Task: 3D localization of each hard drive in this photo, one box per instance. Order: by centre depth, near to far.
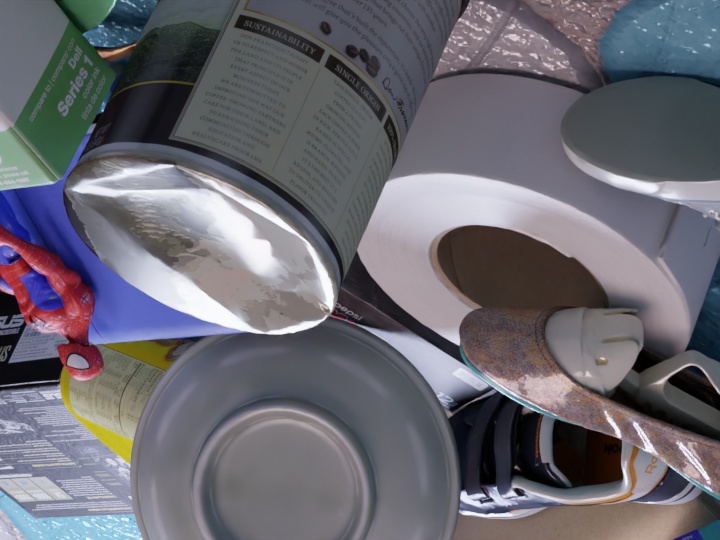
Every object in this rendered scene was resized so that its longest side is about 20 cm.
[{"bbox_3d":[-0.129,-0.022,1.583,0.200,0.025,0.132,-6,117,55],"label":"hard drive"}]

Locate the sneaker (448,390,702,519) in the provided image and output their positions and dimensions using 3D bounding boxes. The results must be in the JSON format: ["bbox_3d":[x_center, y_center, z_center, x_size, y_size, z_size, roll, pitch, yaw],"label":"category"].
[{"bbox_3d":[0.103,0.101,1.617,0.199,0.079,0.079,-8,164,40],"label":"sneaker"}]

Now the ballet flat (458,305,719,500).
[{"bbox_3d":[0.151,0.058,1.513,0.199,0.068,0.067,25,133,-14],"label":"ballet flat"}]

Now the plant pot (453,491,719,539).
[{"bbox_3d":[0.157,0.151,1.709,0.187,0.188,0.200,36,136,-22],"label":"plant pot"}]

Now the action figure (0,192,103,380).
[{"bbox_3d":[-0.213,-0.020,1.630,0.200,0.052,0.065,53,146,-6],"label":"action figure"}]

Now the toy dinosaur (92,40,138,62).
[{"bbox_3d":[-0.201,-0.132,1.592,0.199,0.061,0.106,21,150,5],"label":"toy dinosaur"}]

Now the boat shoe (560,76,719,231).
[{"bbox_3d":[0.200,-0.046,1.422,0.200,0.070,0.072,9,145,21],"label":"boat shoe"}]

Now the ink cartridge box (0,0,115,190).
[{"bbox_3d":[-0.250,-0.134,1.477,0.144,0.084,0.200,-5,138,39],"label":"ink cartridge box"}]

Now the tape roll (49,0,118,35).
[{"bbox_3d":[-0.207,-0.205,1.470,0.199,0.048,0.201,19,147,12],"label":"tape roll"}]

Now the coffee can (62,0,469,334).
[{"bbox_3d":[-0.043,-0.091,1.392,0.145,0.201,0.147,18,151,10],"label":"coffee can"}]

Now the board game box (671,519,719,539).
[{"bbox_3d":[0.270,0.169,1.633,0.199,0.045,0.152,-22,152,-11],"label":"board game box"}]

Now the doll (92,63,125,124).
[{"bbox_3d":[-0.137,-0.052,1.639,0.200,0.048,0.137,-8,98,57],"label":"doll"}]

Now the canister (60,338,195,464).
[{"bbox_3d":[-0.089,0.104,1.779,0.148,0.087,0.200,44,165,-34],"label":"canister"}]

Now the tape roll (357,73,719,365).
[{"bbox_3d":[0.099,-0.021,1.543,0.201,0.071,0.203,19,151,11],"label":"tape roll"}]

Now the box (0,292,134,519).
[{"bbox_3d":[-0.202,0.094,1.952,0.199,0.086,0.164,-8,139,45],"label":"box"}]

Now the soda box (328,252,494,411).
[{"bbox_3d":[0.000,0.000,1.652,0.199,0.071,0.063,32,152,-15],"label":"soda box"}]

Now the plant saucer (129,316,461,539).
[{"bbox_3d":[-0.042,0.126,1.626,0.199,0.201,0.050,20,-172,7],"label":"plant saucer"}]
